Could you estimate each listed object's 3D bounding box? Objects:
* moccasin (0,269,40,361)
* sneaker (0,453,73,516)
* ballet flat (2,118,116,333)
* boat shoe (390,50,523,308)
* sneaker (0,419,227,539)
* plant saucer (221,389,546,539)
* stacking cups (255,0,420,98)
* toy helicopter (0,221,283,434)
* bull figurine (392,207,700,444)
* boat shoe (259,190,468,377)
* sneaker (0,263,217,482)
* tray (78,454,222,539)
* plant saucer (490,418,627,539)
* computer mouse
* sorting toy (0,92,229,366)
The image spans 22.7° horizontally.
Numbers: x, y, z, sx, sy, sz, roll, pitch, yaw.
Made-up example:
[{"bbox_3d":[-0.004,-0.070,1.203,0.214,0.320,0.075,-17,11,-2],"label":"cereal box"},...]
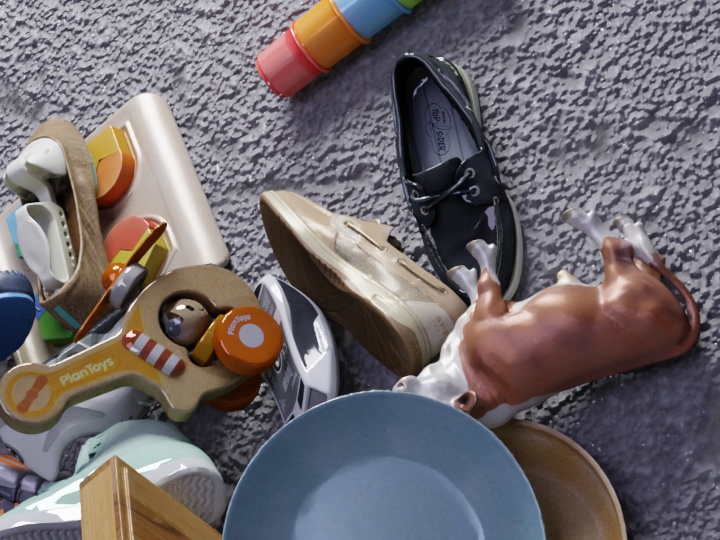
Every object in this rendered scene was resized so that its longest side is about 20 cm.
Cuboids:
[{"bbox_3d":[-0.313,0.042,1.393,0.200,0.080,0.069,-38,52,44],"label":"moccasin"},{"bbox_3d":[-0.209,0.213,1.305,0.199,0.077,0.113,17,95,32],"label":"sneaker"},{"bbox_3d":[-0.238,-0.044,1.376,0.068,0.072,0.201,-29,59,24],"label":"ballet flat"},{"bbox_3d":[0.059,-0.067,1.237,0.074,0.066,0.201,-18,63,24],"label":"boat shoe"},{"bbox_3d":[-0.195,0.165,1.208,0.199,0.074,0.118,-21,22,-12],"label":"sneaker"},{"bbox_3d":[0.015,0.176,1.104,0.199,0.039,0.203,-1,80,5],"label":"plant saucer"},{"bbox_3d":[0.010,-0.198,1.334,0.200,0.060,0.061,-39,55,20],"label":"stacking cups"},{"bbox_3d":[-0.160,0.050,1.228,0.133,0.199,0.079,59,151,16],"label":"toy helicopter"},{"bbox_3d":[0.112,0.035,1.145,0.198,0.065,0.122,-15,67,4],"label":"bull figurine"},{"bbox_3d":[0.000,0.000,1.257,0.064,0.072,0.200,-30,49,-21],"label":"boat shoe"},{"bbox_3d":[-0.171,0.075,1.307,0.200,0.074,0.089,-37,94,-9],"label":"sneaker"},{"bbox_3d":[-0.092,0.207,1.129,0.037,0.200,0.099,-39,33,15],"label":"tray"},{"bbox_3d":[0.083,0.194,1.132,0.199,0.035,0.202,-15,60,27],"label":"plant saucer"},{"bbox_3d":[-0.028,0.083,1.235,0.110,0.044,0.201,109,147,-45],"label":"computer mouse"},{"bbox_3d":[-0.211,-0.022,1.413,0.199,0.036,0.186,-35,56,16],"label":"sorting toy"}]
